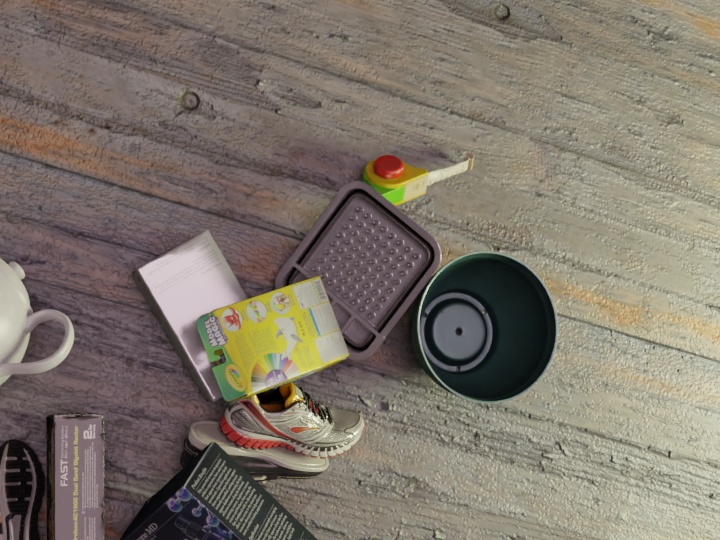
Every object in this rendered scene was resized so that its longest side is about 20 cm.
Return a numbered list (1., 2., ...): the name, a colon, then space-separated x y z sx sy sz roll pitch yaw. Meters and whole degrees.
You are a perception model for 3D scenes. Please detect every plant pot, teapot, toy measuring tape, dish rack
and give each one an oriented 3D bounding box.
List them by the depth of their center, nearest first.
1. teapot: -0.465 0.045 1.487 0.146 0.197 0.201 -43 108 -27
2. dish rack: 0.000 0.000 1.641 0.171 0.044 0.200 39 102 11
3. plant pot: 0.151 0.080 1.673 0.199 0.134 0.202 2 84 -16
4. toy measuring tape: 0.066 -0.138 1.715 0.199 0.073 0.074 -24 91 -30

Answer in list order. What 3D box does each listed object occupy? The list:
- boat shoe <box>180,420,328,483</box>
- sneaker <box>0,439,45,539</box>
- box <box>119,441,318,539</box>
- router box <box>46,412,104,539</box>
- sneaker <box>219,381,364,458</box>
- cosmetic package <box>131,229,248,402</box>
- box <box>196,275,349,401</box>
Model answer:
1. boat shoe: -0.140 0.249 1.612 0.199 0.074 0.061 12 117 -27
2. sneaker: -0.441 0.311 1.520 0.080 0.074 0.202 -15 69 27
3. box: -0.175 0.345 1.535 0.200 0.107 0.148 44 118 -6
4. router box: -0.352 0.275 1.506 0.062 0.150 0.202 0 84 -17
5. sneaker: -0.080 0.192 1.602 0.199 0.078 0.083 8 116 -30
6. cosmetic package: -0.202 0.061 1.607 0.112 0.081 0.201 -29 93 -17
7. box: -0.117 0.089 1.559 0.199 0.048 0.118 -17 84 -41
